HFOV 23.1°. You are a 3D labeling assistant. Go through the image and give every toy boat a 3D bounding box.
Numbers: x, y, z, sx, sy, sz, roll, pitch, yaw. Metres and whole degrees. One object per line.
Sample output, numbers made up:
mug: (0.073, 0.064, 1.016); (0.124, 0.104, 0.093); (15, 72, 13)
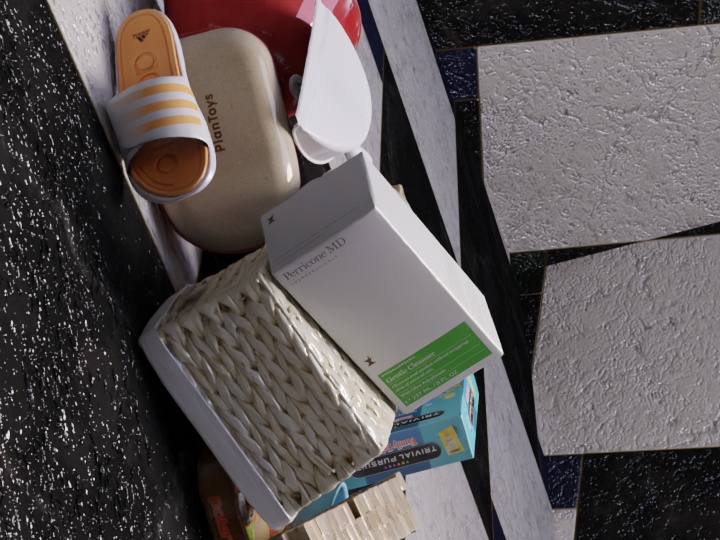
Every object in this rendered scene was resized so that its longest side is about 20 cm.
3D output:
toy boat: (-0.126, -0.114, 1.595); (0.131, 0.130, 0.201); (80, -3, -85)

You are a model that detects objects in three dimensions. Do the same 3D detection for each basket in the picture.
basket: (-0.070, 0.089, 1.464); (0.200, 0.123, 0.136); (56, 14, -10)

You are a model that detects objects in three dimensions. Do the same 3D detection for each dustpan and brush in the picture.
dustpan and brush: (-0.020, -0.141, 1.644); (0.200, 0.057, 0.140); (42, 48, -47)

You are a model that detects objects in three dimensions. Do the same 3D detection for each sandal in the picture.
sandal: (-0.182, -0.148, 1.486); (0.059, 0.079, 0.207); (55, 14, -58)

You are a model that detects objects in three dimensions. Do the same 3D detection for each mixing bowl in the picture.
mixing bowl: (-0.107, -0.213, 1.685); (0.201, 0.199, 0.109); (66, 29, -43)

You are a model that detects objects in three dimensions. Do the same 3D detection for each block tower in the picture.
block tower: (-0.016, 0.231, 1.528); (0.200, 0.054, 0.058); (-19, 82, -63)

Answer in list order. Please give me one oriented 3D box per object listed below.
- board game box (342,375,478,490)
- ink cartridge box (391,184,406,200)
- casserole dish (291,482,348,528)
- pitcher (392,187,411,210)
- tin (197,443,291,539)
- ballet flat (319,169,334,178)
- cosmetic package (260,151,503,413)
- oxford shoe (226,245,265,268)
board game box: (0.039, 0.153, 1.761); (0.200, 0.150, 0.047); (-69, 143, -75)
ink cartridge box: (-0.003, 0.026, 1.912); (0.075, 0.164, 0.201); (-86, 160, -65)
casserole dish: (-0.046, 0.278, 1.598); (0.200, 0.039, 0.122); (-67, 158, -57)
pitcher: (-0.035, 0.025, 1.568); (0.172, 0.121, 0.200); (-43, 163, -47)
tin: (-0.099, 0.190, 1.549); (0.200, 0.042, 0.112); (-48, 119, -77)
ballet flat: (0.000, 0.000, 1.711); (0.072, 0.071, 0.201); (21, 49, -77)
cosmetic package: (0.018, 0.012, 1.457); (0.200, 0.107, 0.085); (46, 18, -35)
oxford shoe: (-0.082, -0.033, 1.684); (0.073, 0.084, 0.201); (-10, -101, 59)
